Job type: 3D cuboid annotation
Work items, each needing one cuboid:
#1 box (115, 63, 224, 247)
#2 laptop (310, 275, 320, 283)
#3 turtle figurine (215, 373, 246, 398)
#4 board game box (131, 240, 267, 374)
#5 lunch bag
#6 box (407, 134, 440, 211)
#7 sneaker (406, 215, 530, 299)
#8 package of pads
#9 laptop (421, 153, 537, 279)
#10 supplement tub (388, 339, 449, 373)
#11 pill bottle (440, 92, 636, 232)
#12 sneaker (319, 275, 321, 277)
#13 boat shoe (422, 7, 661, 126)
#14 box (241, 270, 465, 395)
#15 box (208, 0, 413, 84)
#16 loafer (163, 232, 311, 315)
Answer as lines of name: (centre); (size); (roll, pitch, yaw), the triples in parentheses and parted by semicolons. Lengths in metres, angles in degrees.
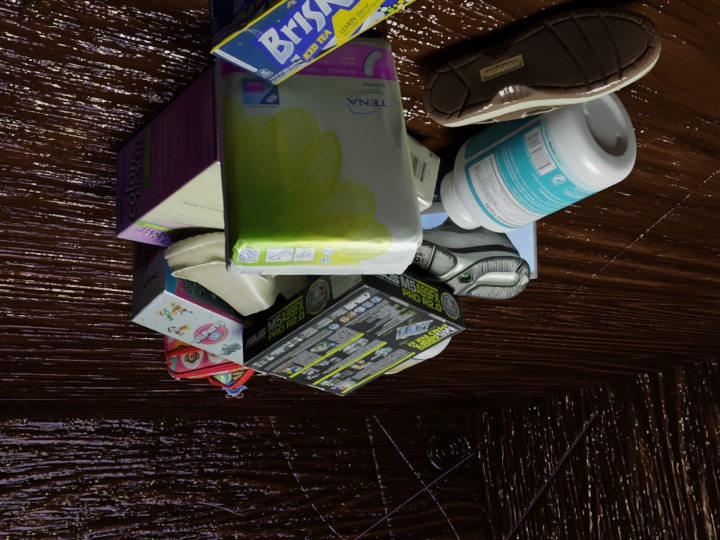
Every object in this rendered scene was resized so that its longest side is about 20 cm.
box: (-0.124, -0.094, 0.747); (0.174, 0.099, 0.198); (10, 156, -41)
laptop: (-0.049, 0.035, 1.103); (0.176, 0.105, 0.199); (-27, 130, 37)
turtle figurine: (-0.248, 0.132, 1.450); (0.144, 0.201, 0.194); (-42, 174, 17)
board game box: (-0.170, 0.017, 0.868); (0.064, 0.150, 0.199); (-34, 139, 26)
lunch bag: (-0.221, 0.101, 1.188); (0.196, 0.180, 0.082); (-13, 165, 20)
box: (-0.006, -0.082, 0.836); (0.081, 0.069, 0.199); (28, 147, -25)
sneaker: (0.088, -0.025, 0.855); (0.196, 0.116, 0.077); (6, 122, -13)
package of pads: (-0.036, -0.095, 0.594); (0.151, 0.204, 0.068); (0, 157, -16)
laptop: (0.144, -0.060, 0.918); (0.173, 0.105, 0.200); (-6, 162, 1)
supplement tub: (0.064, 0.105, 1.338); (0.142, 0.147, 0.200); (4, 160, -26)
pill bottle: (0.172, -0.109, 0.763); (0.109, 0.113, 0.199); (8, 159, -35)
sneaker: (0.000, 0.000, 0.916); (0.084, 0.074, 0.202); (-15, 137, -52)
boat shoe: (0.157, -0.173, 0.647); (0.199, 0.076, 0.075); (-6, 177, 24)
box: (-0.010, 0.066, 0.809); (0.159, 0.045, 0.199); (23, 136, -39)
box: (-0.016, -0.203, 0.494); (0.198, 0.066, 0.069); (-20, 158, 37)
loafer: (-0.123, 0.011, 0.797); (0.075, 0.070, 0.198); (-19, 158, 36)
